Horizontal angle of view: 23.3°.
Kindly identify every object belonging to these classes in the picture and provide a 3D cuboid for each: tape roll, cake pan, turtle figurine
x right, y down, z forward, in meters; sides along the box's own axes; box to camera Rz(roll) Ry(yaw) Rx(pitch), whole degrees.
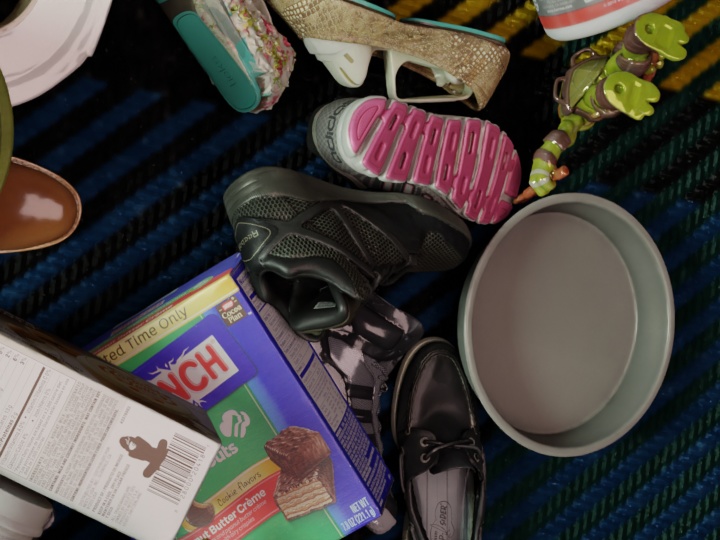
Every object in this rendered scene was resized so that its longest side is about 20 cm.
[{"bbox_3d":[-0.265,-0.206,1.164,0.200,0.071,0.205,-2,96,-20],"label":"tape roll"},{"bbox_3d":[0.155,0.041,1.349,0.198,0.037,0.203,-2,93,-29],"label":"cake pan"},{"bbox_3d":[0.185,-0.141,1.301,0.064,0.161,0.200,45,72,-3],"label":"turtle figurine"}]

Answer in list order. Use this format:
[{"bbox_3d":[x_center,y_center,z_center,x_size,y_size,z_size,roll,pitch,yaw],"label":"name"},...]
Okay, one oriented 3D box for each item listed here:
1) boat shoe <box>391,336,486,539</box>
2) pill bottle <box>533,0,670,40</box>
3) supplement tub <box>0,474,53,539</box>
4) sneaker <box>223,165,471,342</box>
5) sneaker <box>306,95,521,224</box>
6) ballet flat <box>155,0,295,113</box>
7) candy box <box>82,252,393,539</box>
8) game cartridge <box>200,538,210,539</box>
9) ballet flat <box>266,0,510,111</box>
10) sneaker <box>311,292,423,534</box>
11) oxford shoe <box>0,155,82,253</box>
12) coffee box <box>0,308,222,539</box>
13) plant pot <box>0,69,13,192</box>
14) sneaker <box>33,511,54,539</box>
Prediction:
[{"bbox_3d":[0.064,0.154,1.328,0.074,0.066,0.202,3,95,-19],"label":"boat shoe"},{"bbox_3d":[0.156,-0.282,1.285,0.115,0.116,0.202,-27,104,-15],"label":"pill bottle"},{"bbox_3d":[-0.292,0.202,1.075,0.144,0.144,0.201,32,84,-20],"label":"supplement tub"},{"bbox_3d":[0.000,0.000,1.216,0.198,0.076,0.115,10,56,-39],"label":"sneaker"},{"bbox_3d":[0.038,-0.086,1.290,0.199,0.087,0.075,15,89,-44],"label":"sneaker"},{"bbox_3d":[-0.112,-0.203,1.230,0.064,0.075,0.201,-48,117,-37],"label":"ballet flat"},{"bbox_3d":[-0.099,0.115,1.218,0.168,0.077,0.201,-31,98,13],"label":"candy box"},{"bbox_3d":[-0.151,0.265,1.201,0.198,0.033,0.177,-26,144,9],"label":"game cartridge"},{"bbox_3d":[0.018,-0.160,1.273,0.198,0.070,0.066,12,90,-20],"label":"ballet flat"},{"bbox_3d":[0.006,0.090,1.293,0.113,0.075,0.202,-29,103,-12],"label":"sneaker"},{"bbox_3d":[-0.282,-0.049,1.177,0.198,0.071,0.072,8,92,-22],"label":"oxford shoe"},{"bbox_3d":[-0.196,0.089,1.099,0.199,0.114,0.080,28,90,-11],"label":"coffee box"},{"bbox_3d":[-0.305,-0.075,1.030,0.197,0.190,0.203,-2,100,-11],"label":"plant pot"},{"bbox_3d":[-0.276,0.244,1.201,0.113,0.075,0.202,17,88,-18],"label":"sneaker"}]
